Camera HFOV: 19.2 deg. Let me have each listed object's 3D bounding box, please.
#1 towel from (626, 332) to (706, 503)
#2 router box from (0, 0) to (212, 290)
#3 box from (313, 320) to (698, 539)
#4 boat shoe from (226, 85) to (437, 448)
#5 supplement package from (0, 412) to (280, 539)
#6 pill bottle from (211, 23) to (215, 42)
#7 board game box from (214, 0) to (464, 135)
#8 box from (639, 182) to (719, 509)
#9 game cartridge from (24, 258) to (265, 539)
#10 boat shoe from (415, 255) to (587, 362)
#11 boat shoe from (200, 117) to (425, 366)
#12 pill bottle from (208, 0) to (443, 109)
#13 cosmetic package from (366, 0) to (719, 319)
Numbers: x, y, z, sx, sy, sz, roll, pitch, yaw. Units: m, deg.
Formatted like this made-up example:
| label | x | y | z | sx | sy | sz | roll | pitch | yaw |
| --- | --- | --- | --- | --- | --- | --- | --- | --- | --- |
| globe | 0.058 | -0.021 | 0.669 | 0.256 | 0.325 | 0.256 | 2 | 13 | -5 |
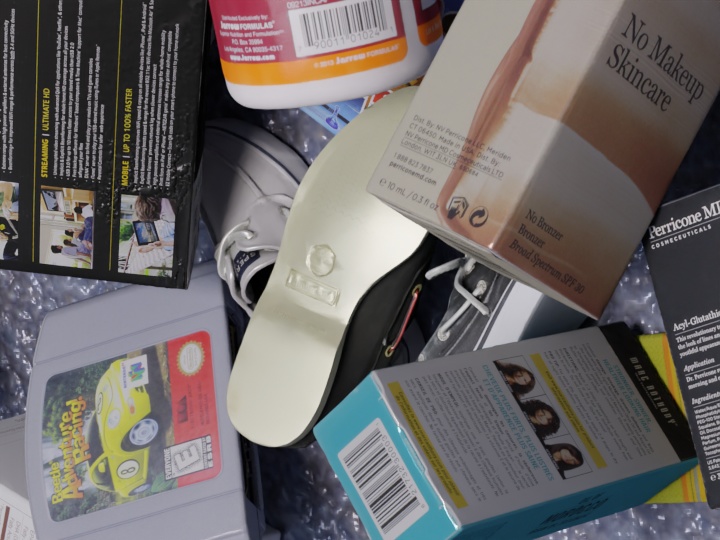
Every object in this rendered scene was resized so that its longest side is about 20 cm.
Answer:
| label | x | y | z | sx | sy | sz | roll | pitch | yaw |
| --- | --- | --- | --- | --- | --- | --- | --- | --- | --- |
| towel | 0.142 | 0.075 | 1.078 | 0.199 | 0.018 | 0.087 | -7 | 90 | 41 |
| router box | -0.156 | -0.093 | 1.128 | 0.148 | 0.051 | 0.201 | 6 | 121 | -1 |
| box | 0.074 | 0.080 | 0.993 | 0.049 | 0.199 | 0.083 | -44 | 67 | 35 |
| boat shoe | -0.002 | -0.001 | 1.095 | 0.073 | 0.063 | 0.202 | 30 | 101 | 24 |
| supplement package | -0.165 | 0.180 | 1.286 | 0.199 | 0.117 | 0.118 | 25 | 113 | 32 |
| pill bottle | -0.138 | -0.141 | 1.195 | 0.111 | 0.111 | 0.201 | 41 | 122 | 25 |
| board game box | 0.021 | -0.128 | 1.117 | 0.200 | 0.034 | 0.136 | 38 | 122 | 26 |
| box | 0.235 | 0.012 | 0.932 | 0.199 | 0.079 | 0.142 | -21 | 80 | 39 |
| game cartridge | -0.125 | 0.095 | 1.201 | 0.132 | 0.041 | 0.201 | -20 | 55 | 16 |
| boat shoe | 0.073 | 0.017 | 1.080 | 0.068 | 0.073 | 0.200 | 43 | 121 | 26 |
| boat shoe | -0.045 | -0.008 | 1.178 | 0.200 | 0.065 | 0.074 | 46 | 125 | 22 |
| pill bottle | -0.029 | -0.188 | 1.030 | 0.112 | 0.113 | 0.202 | 2 | 110 | 39 |
| cosmetic package | 0.102 | -0.093 | 0.958 | 0.087 | 0.103 | 0.201 | 26 | 89 | 42 |
